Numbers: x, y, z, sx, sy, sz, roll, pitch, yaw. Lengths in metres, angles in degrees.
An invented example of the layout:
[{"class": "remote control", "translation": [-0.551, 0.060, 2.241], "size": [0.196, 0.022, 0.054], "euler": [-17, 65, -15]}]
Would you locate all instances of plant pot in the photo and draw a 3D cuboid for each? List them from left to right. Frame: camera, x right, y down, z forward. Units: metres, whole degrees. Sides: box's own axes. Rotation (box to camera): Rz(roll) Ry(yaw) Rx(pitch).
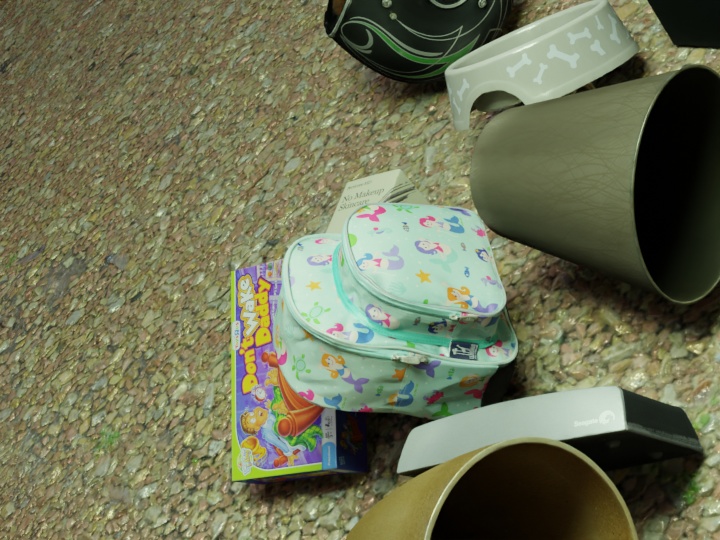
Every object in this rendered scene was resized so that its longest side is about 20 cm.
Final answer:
[{"class": "plant pot", "translation": [0.070, 0.221, 1.069], "size": [0.199, 0.186, 0.188], "euler": [-18, 37, 59]}]

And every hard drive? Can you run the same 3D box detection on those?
[{"class": "hard drive", "translation": [0.139, 0.128, 1.111], "size": [0.198, 0.134, 0.043], "euler": [-17, 67, 36]}]

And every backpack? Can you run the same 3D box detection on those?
[{"class": "backpack", "translation": [0.026, 0.035, 1.253], "size": [0.197, 0.152, 0.179], "euler": [0, 38, -8]}]

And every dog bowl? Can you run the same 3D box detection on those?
[{"class": "dog bowl", "translation": [0.172, -0.206, 1.460], "size": [0.198, 0.059, 0.200], "euler": [-24, 12, 5]}]

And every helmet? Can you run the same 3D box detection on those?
[{"class": "helmet", "translation": [0.071, -0.304, 1.641], "size": [0.200, 0.188, 0.203], "euler": [-165, 90, -77]}]

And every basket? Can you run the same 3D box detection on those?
[{"class": "basket", "translation": [0.194, -0.073, 1.207], "size": [0.199, 0.135, 0.183], "euler": [8, 98, 53]}]

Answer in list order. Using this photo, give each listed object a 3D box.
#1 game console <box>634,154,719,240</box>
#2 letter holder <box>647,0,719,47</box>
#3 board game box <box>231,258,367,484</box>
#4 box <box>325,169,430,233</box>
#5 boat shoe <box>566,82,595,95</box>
[{"class": "game console", "translation": [0.339, -0.079, 1.238], "size": [0.198, 0.117, 0.173], "euler": [-11, 75, 42]}, {"class": "letter holder", "translation": [0.376, -0.288, 1.364], "size": [0.143, 0.101, 0.199], "euler": [-51, 32, -15]}, {"class": "board game box", "translation": [-0.059, 0.091, 1.377], "size": [0.133, 0.044, 0.203], "euler": [-14, 72, 39]}, {"class": "box", "translation": [0.000, 0.000, 1.479], "size": [0.081, 0.068, 0.202], "euler": [-13, 44, 39]}, {"class": "boat shoe", "translation": [0.195, -0.114, 1.387], "size": [0.069, 0.074, 0.201], "euler": [-32, 33, 29]}]
